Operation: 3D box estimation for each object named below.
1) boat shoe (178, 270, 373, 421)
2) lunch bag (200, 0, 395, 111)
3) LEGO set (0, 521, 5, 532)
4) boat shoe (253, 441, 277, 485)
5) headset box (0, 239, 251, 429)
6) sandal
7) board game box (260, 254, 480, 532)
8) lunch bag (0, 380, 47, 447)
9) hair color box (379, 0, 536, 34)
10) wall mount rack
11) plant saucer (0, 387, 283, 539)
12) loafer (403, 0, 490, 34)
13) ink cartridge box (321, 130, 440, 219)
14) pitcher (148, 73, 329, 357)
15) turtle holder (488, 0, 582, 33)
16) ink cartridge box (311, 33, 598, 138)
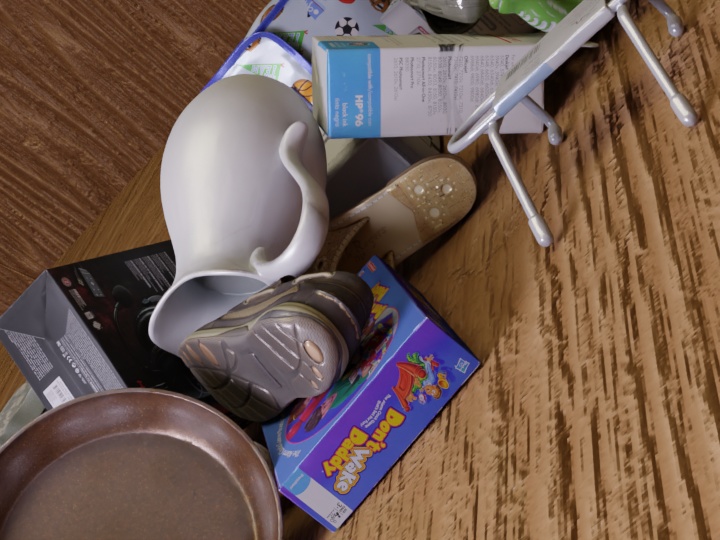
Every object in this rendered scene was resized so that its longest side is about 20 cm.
[{"bbox_3d":[-0.049,0.046,0.989,0.073,0.075,0.200,-43,15,-28],"label":"boat shoe"},{"bbox_3d":[-0.041,-0.202,1.573,0.200,0.170,0.124,-50,9,-8],"label":"lunch bag"},{"bbox_3d":[-0.230,0.230,0.991,0.200,0.154,0.116,-5,-27,-49],"label":"LEGO set"},{"bbox_3d":[-0.115,0.151,1.076,0.200,0.071,0.069,-36,21,47],"label":"boat shoe"},{"bbox_3d":[-0.151,0.062,1.149,0.077,0.149,0.200,-41,-12,29],"label":"headset box"},{"bbox_3d":[-0.004,-0.004,1.122,0.212,0.078,0.070,-41,7,15],"label":"sandal"},{"bbox_3d":[-0.003,0.071,0.993,0.135,0.045,0.200,-49,14,4],"label":"board game box"},{"bbox_3d":[-0.252,0.187,1.142,0.164,0.117,0.200,-64,-19,-44],"label":"lunch bag"},{"bbox_3d":[0.118,-0.251,1.346,0.200,0.099,0.061,-34,20,48],"label":"hair color box"},{"bbox_3d":[0.143,-0.111,0.977,0.200,0.075,0.174,-43,12,27],"label":"wall mount rack"},{"bbox_3d":[-0.143,0.167,0.924,0.200,0.200,0.035,-56,-22,-24],"label":"plant saucer"},{"bbox_3d":[0.065,-0.221,1.235,0.070,0.070,0.200,-6,6,-3],"label":"loafer"},{"bbox_3d":[-0.008,-0.068,1.291,0.146,0.084,0.200,-45,15,16],"label":"ink cartridge box"},{"bbox_3d":[-0.072,-0.053,1.096,0.171,0.121,0.200,-33,39,40],"label":"pitcher"},{"bbox_3d":[0.157,-0.254,1.156,0.186,0.132,0.141,-48,14,-2],"label":"turtle holder"},{"bbox_3d":[0.068,-0.140,1.155,0.116,0.199,0.068,-118,26,-75],"label":"ink cartridge box"}]
